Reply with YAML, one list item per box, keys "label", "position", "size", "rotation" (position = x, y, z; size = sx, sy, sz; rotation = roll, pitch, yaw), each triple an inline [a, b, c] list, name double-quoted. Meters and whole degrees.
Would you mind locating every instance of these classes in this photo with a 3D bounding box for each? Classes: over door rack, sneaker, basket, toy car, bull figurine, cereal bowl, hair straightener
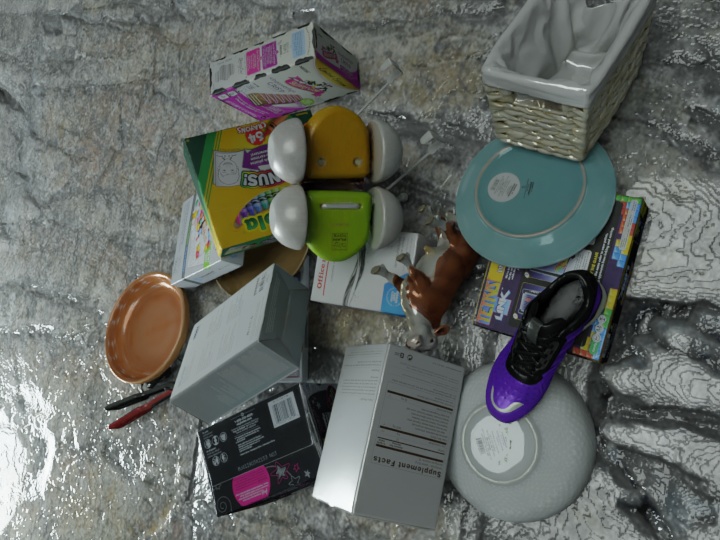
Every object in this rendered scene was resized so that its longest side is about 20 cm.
- label: "over door rack"
  position: [0.033, -0.179, 0.943]
  size: [0.200, 0.066, 0.148]
  rotation: [-45, 61, 39]
- label: "sneaker"
  position: [0.197, 0.079, 0.724]
  size: [0.069, 0.099, 0.200]
  rotation: [34, 91, 28]
- label: "basket"
  position: [0.252, -0.246, 0.772]
  size: [0.135, 0.123, 0.200]
  rotation: [23, 67, 30]
- label: "toy car"
  position: [-0.042, -0.113, 0.871]
  size: [0.150, 0.174, 0.201]
  rotation: [-171, 79, -70]
- label: "bull figurine"
  position: [0.089, 0.009, 0.837]
  size: [0.065, 0.121, 0.200]
  rotation: [-9, 38, 51]
- label: "cereal bowl"
  position: [0.184, 0.210, 0.795]
  size: [0.199, 0.083, 0.201]
  rotation: [-5, 80, 28]
- label: "hair straightener"
  position: [-0.377, 0.206, 1.135]
  size: [0.200, 0.041, 0.077]
  rotation: [-32, 68, 21]

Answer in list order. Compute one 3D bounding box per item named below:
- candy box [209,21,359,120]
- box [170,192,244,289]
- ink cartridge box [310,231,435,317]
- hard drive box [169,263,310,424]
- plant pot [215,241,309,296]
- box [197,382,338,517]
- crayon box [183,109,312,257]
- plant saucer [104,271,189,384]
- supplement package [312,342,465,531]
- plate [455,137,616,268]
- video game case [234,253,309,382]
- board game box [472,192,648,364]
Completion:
- label: "candy box"
  position: [-0.119, -0.307, 1.021]
  size: [0.199, 0.136, 0.061]
  rotation: [-11, 78, 28]
- label: "box"
  position: [-0.245, -0.063, 1.051]
  size: [0.200, 0.041, 0.156]
  rotation: [-17, 63, 50]
- label: "ink cartridge box"
  position: [0.000, 0.000, 0.942]
  size: [0.199, 0.067, 0.116]
  rotation: [7, 85, 30]
- label: "hard drive box"
  position: [-0.173, 0.108, 0.941]
  size: [0.200, 0.077, 0.156]
  rotation: [-33, 32, 29]
- label: "plant pot"
  position: [-0.156, -0.044, 1.046]
  size: [0.199, 0.027, 0.201]
  rotation: [-11, 66, 26]
- label: "box"
  position: [-0.116, 0.257, 0.938]
  size: [0.200, 0.115, 0.133]
  rotation: [-28, 68, 21]
- label: "crayon box"
  position: [-0.141, -0.131, 0.961]
  size: [0.199, 0.058, 0.173]
  rotation: [-18, 80, -19]
- label: "plant saucer"
  position: [-0.372, 0.102, 1.139]
  size: [0.200, 0.037, 0.201]
  rotation: [-12, 67, 29]
- label: "supplement package"
  position: [0.035, 0.205, 0.814]
  size: [0.121, 0.119, 0.201]
  rotation: [-16, 57, 61]
- label: "plate"
  position: [0.210, -0.099, 0.798]
  size: [0.200, 0.026, 0.201]
  rotation: [-10, 66, 24]
- label: "video game case"
  position: [-0.147, 0.079, 1.040]
  size: [0.143, 0.018, 0.201]
  rotation: [-6, 79, 29]
- label: "board game box"
  position: [0.248, -0.003, 0.809]
  size: [0.165, 0.057, 0.201]
  rotation: [16, 89, 32]
